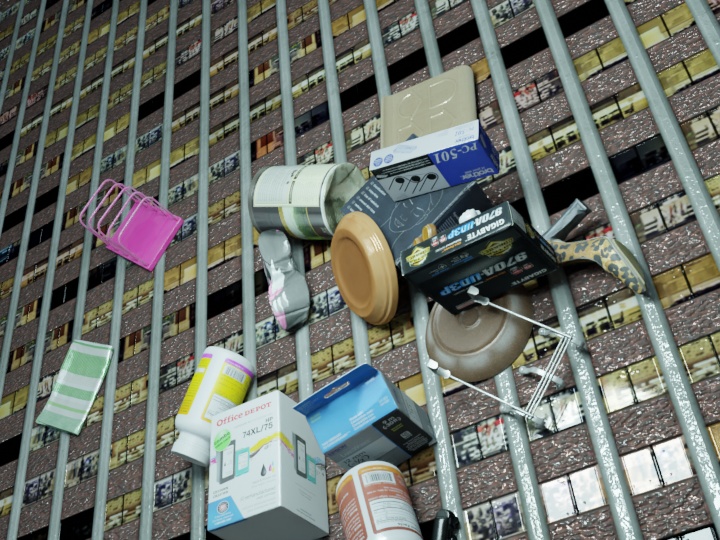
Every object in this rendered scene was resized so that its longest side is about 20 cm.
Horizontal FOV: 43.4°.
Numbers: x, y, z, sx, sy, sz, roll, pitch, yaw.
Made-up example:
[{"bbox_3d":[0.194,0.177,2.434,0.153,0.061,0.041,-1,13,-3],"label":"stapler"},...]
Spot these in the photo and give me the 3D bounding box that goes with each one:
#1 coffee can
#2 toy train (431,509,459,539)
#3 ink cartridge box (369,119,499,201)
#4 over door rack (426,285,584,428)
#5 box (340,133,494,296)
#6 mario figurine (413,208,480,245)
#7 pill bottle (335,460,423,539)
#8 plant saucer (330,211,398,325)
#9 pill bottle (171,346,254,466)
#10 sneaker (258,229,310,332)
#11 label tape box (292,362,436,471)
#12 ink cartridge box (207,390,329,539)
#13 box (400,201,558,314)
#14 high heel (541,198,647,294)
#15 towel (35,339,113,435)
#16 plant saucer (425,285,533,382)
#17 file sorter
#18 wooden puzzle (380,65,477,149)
[{"bbox_3d":[-0.102,-0.134,1.768,0.197,0.146,0.149,3,62,37],"label":"coffee can"},{"bbox_3d":[0.112,0.440,1.287,0.034,0.046,0.203,-10,56,31],"label":"toy train"},{"bbox_3d":[0.123,-0.179,1.500,0.197,0.094,0.045,-14,53,28],"label":"ink cartridge box"},{"bbox_3d":[0.224,0.133,1.387,0.198,0.067,0.149,26,77,22],"label":"over door rack"},{"bbox_3d":[0.104,-0.102,1.609,0.197,0.124,0.200,-46,46,2],"label":"box"},{"bbox_3d":[0.187,-0.057,1.490,0.123,0.196,0.108,-140,52,-67],"label":"mario figurine"},{"bbox_3d":[0.033,0.388,1.315,0.111,0.112,0.201,-34,36,12],"label":"pill bottle"},{"bbox_3d":[0.000,0.000,1.579,0.037,0.203,0.200,-17,38,-25],"label":"plant saucer"},{"bbox_3d":[-0.276,0.251,1.665,0.103,0.104,0.203,4,63,38],"label":"pill bottle"},{"bbox_3d":[-0.143,0.024,1.749,0.079,0.087,0.204,-11,69,-4],"label":"sneaker"},{"bbox_3d":[0.009,0.238,1.393,0.142,0.200,0.067,-33,48,13],"label":"label tape box"},{"bbox_3d":[-0.151,0.334,1.485,0.145,0.146,0.203,-23,49,21],"label":"ink cartridge box"},{"bbox_3d":[0.183,-0.015,1.404,0.198,0.158,0.047,-25,52,27],"label":"box"},{"bbox_3d":[0.348,0.002,1.412,0.143,0.071,0.201,-49,49,20],"label":"high heel"},{"bbox_3d":[-0.623,0.251,1.981,0.150,0.023,0.203,3,63,37],"label":"towel"},{"bbox_3d":[0.186,0.082,1.485,0.197,0.037,0.204,-19,52,25],"label":"plant saucer"},{"bbox_3d":[-0.537,-0.113,2.094,0.198,0.125,0.140,21,74,43],"label":"file sorter"},{"bbox_3d":[0.136,-0.297,1.779,0.197,0.046,0.188,-15,53,22],"label":"wooden puzzle"}]
